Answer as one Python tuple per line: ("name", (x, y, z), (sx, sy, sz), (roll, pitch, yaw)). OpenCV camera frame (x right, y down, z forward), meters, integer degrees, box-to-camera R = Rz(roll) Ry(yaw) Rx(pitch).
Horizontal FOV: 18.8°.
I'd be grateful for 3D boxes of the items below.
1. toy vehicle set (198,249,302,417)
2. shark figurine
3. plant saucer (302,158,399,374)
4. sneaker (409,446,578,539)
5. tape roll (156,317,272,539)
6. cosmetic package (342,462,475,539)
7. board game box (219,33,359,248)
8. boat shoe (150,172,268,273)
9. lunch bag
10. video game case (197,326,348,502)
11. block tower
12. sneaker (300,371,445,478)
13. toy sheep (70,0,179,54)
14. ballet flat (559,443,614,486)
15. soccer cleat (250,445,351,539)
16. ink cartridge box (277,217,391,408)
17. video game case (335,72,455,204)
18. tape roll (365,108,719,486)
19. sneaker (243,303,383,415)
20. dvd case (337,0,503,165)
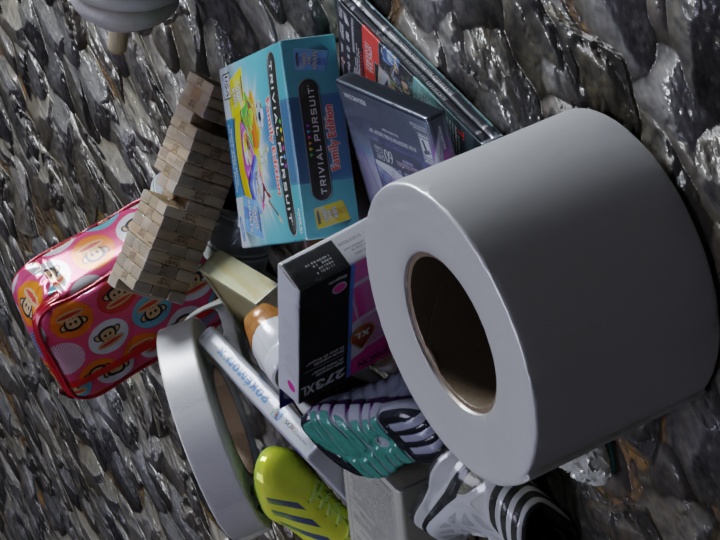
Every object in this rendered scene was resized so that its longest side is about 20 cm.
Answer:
("toy vehicle set", (-0.058, 0.077, 1.899), (0.201, 0.026, 0.124), (57, 166, -29))
("shark figurine", (-0.125, 0.050, 2.043), (0.129, 0.089, 0.215), (61, 157, 19))
("plant saucer", (0.000, 0.000, 1.763), (0.200, 0.032, 0.201), (50, 152, 39))
("sneaker", (0.102, 0.196, 1.648), (0.115, 0.076, 0.201), (48, 165, 16))
("tape roll", (-0.129, 0.142, 1.942), (0.203, 0.037, 0.204), (-21, -90, -87))
("cosmetic package", (0.043, 0.219, 1.818), (0.104, 0.073, 0.201), (44, 150, 45))
("board game box", (-0.059, -0.098, 1.718), (0.200, 0.047, 0.152), (175, 87, -73))
("boat shoe", (-0.134, -0.064, 1.994), (0.201, 0.070, 0.072), (42, 127, 53))
("lunch bag", (-0.226, 0.033, 2.104), (0.082, 0.199, 0.177), (50, 166, 39))
("video game case", (-0.048, 0.151, 1.912), (0.182, 0.022, 0.200), (44, 174, 40))
("block tower", (-0.154, -0.067, 1.898), (0.058, 0.054, 0.201), (34, 104, 56))
("sneaker", (0.031, 0.108, 1.699), (0.075, 0.088, 0.200), (50, 153, -17))
("toy sheep", (-0.199, -0.272, 1.844), (0.138, 0.137, 0.201), (48, 147, 40))
("ballet flat", (0.113, 0.063, 1.503), (0.072, 0.071, 0.201), (-3, 109, 68))
("soccer cleat", (-0.027, 0.219, 1.917), (0.083, 0.065, 0.201), (4, 144, 37))
("ink cartridge box", (-0.017, 0.041, 1.656), (0.037, 0.094, 0.201), (52, 158, 26))
("video game case", (0.045, -0.037, 1.572), (0.143, 0.019, 0.201), (30, 140, 59))
("tape roll", (0.111, 0.015, 1.354), (0.203, 0.138, 0.204), (50, 153, 37))
("sneaker", (-0.032, 0.084, 1.807), (0.085, 0.073, 0.200), (50, 179, 38))
("dvd case", (0.042, -0.093, 1.579), (0.200, 0.022, 0.147), (50, 153, 41))
